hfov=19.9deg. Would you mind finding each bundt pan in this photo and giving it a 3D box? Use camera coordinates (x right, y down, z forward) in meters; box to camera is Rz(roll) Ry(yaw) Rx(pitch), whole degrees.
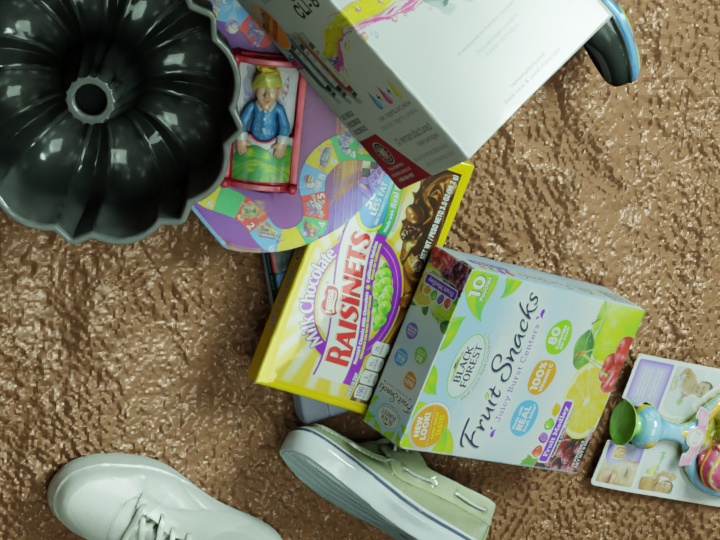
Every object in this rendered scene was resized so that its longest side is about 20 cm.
[{"bbox_3d":[-0.172,-0.123,1.347,0.200,0.076,0.204,1,112,3],"label":"bundt pan"}]

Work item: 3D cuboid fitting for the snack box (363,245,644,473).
[{"bbox_3d":[0.110,0.070,1.530,0.199,0.053,0.143,13,102,-43],"label":"snack box"}]

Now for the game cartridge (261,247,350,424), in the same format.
[{"bbox_3d":[-0.006,0.005,1.505,0.129,0.038,0.202,-18,113,-19],"label":"game cartridge"}]

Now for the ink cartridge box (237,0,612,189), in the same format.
[{"bbox_3d":[0.028,-0.181,1.328,0.145,0.145,0.200,-44,97,-16],"label":"ink cartridge box"}]

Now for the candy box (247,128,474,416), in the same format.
[{"bbox_3d":[0.000,0.000,1.473,0.101,0.026,0.202,17,100,-21],"label":"candy box"}]

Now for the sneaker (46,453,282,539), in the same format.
[{"bbox_3d":[-0.126,0.201,1.479,0.199,0.116,0.074,23,101,-25],"label":"sneaker"}]

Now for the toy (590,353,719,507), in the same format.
[{"bbox_3d":[0.293,0.142,1.658,0.198,0.047,0.116,13,104,-24],"label":"toy"}]

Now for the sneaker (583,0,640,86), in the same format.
[{"bbox_3d":[0.120,-0.196,1.462,0.199,0.071,0.083,36,99,-23],"label":"sneaker"}]

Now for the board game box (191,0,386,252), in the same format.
[{"bbox_3d":[-0.071,-0.107,1.401,0.158,0.039,0.200,-39,99,3],"label":"board game box"}]

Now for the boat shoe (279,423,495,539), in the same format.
[{"bbox_3d":[0.022,0.161,1.558,0.200,0.072,0.062,36,71,-32],"label":"boat shoe"}]
